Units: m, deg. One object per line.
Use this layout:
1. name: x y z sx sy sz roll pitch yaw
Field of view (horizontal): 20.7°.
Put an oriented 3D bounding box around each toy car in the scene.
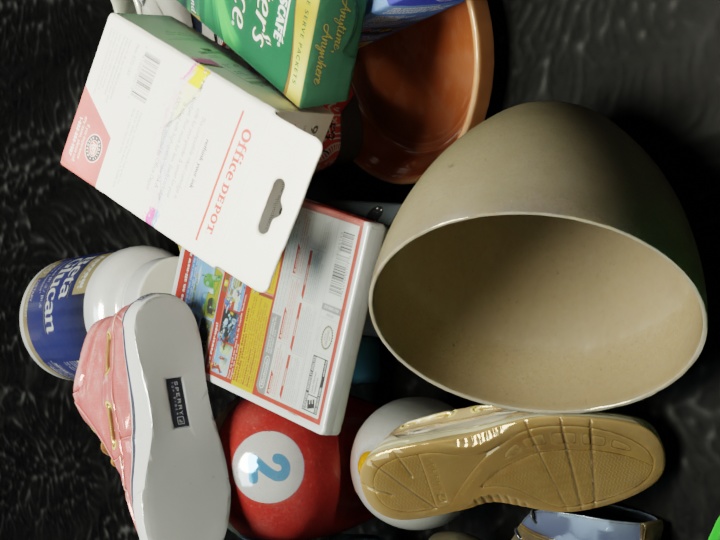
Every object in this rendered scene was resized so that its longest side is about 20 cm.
1. toy car: 0.008 0.137 1.398 0.200 0.177 0.185 -4 85 42

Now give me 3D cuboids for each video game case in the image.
1. video game case: -0.065 0.017 1.347 0.200 0.017 0.144 20 100 49

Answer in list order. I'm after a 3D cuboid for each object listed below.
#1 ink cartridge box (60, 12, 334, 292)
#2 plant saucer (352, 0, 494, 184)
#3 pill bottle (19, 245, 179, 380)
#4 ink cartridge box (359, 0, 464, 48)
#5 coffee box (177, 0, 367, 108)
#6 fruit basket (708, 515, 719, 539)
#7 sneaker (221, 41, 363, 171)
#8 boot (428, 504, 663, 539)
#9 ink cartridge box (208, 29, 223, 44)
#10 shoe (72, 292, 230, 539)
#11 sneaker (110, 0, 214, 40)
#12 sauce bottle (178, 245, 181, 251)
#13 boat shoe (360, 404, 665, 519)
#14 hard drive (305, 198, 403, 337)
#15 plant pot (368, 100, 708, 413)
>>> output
1. ink cartridge box: -0.097 -0.079 1.314 0.200 0.067 0.117 33 111 30
2. plant saucer: 0.028 -0.162 1.378 0.200 0.032 0.201 23 119 49
3. pill bottle: -0.204 0.036 1.692 0.200 0.111 0.111 -8 94 54
4. ink cartridge box: 0.007 -0.230 1.297 0.200 0.076 0.137 -16 87 53
5. coffee box: -0.068 -0.208 1.303 0.200 0.044 0.123 44 133 38
6. fruit basket: 0.291 0.139 1.006 0.155 0.215 0.216 -35 72 53
7. sneaker: -0.074 -0.164 1.398 0.067 0.108 0.202 -25 80 54
8. boot: 0.126 0.187 1.329 0.200 0.075 0.097 18 105 40
9. ink cartridge box: -0.085 -0.121 1.516 0.116 0.067 0.201 -19 85 55
10. shoe: -0.149 0.121 1.384 0.091 0.071 0.201 -20 75 54
11. sneaker: -0.149 -0.134 1.474 0.076 0.080 0.201 -5 98 53
12. sauce bottle: -0.114 -0.020 1.594 0.065 0.065 0.201 -24 79 54
13. boat shoe: 0.100 0.114 1.286 0.199 0.069 0.074 -5 113 15
14. hard drive: 0.000 0.000 1.391 0.200 0.033 0.140 6 148 50
15. plant pot: 0.112 -0.023 1.198 0.200 0.200 0.135 -50 24 49
